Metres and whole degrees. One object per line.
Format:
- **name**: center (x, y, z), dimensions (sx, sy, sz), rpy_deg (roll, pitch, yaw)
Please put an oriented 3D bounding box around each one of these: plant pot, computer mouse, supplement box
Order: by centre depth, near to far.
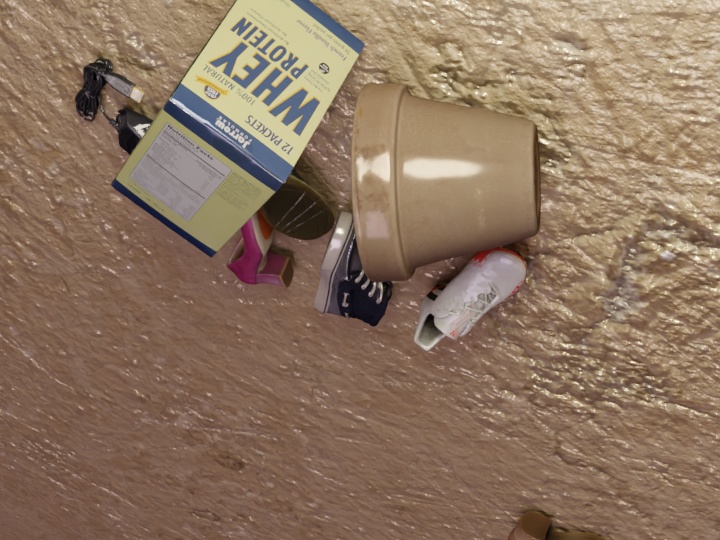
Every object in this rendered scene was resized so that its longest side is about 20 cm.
- **plant pot**: center (0.090, -0.091, 1.280), dimensions (0.172, 0.202, 0.202), rpy_deg (-1, 141, 12)
- **supplement box**: center (-0.127, -0.158, 1.313), dimensions (0.134, 0.201, 0.200), rpy_deg (35, 148, -12)
- **computer mouse**: center (-0.253, -0.175, 1.537), dimensions (0.199, 0.046, 0.141), rpy_deg (40, 152, 3)

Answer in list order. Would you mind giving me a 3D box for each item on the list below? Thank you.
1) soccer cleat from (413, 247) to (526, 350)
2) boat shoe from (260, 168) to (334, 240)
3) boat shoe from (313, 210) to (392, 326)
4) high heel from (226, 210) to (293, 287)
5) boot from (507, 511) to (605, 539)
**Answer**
- **soccer cleat**: center (0.126, 0.035, 1.496), dimensions (0.068, 0.086, 0.200), rpy_deg (36, 147, -13)
- **boat shoe**: center (-0.105, -0.105, 1.501), dimensions (0.071, 0.067, 0.200), rpy_deg (-37, 136, 21)
- **boat shoe**: center (0.000, 0.000, 1.570), dimensions (0.091, 0.076, 0.201), rpy_deg (18, 154, 2)
- **high heel**: center (-0.147, -0.049, 1.615), dimensions (0.095, 0.068, 0.201), rpy_deg (13, 154, 19)
- **boot**: center (0.310, 0.455, 1.944), dimensions (0.198, 0.077, 0.156), rpy_deg (23, 146, 14)
